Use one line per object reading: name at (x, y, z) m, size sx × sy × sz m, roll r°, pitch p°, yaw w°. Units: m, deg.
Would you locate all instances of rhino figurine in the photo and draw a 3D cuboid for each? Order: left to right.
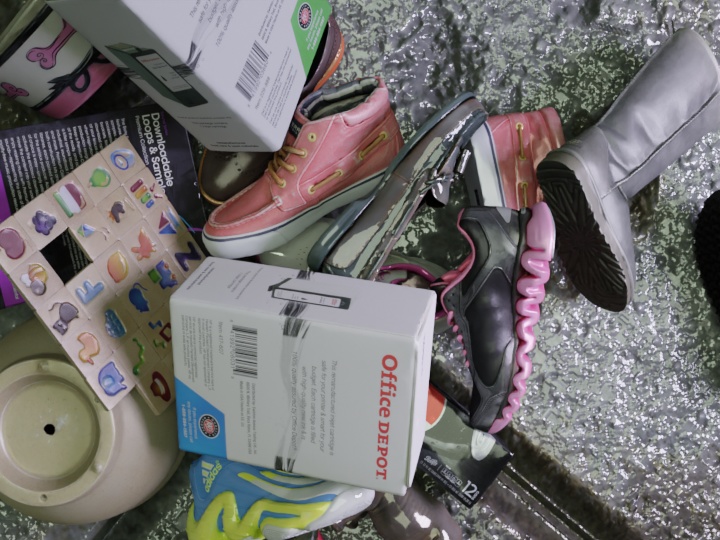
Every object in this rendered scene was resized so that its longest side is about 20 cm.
rhino figurine at (0.013, 0.202, 0.863) m, size 0.087 × 0.060 × 0.201 m, roll -39°, pitch 88°, yaw 4°

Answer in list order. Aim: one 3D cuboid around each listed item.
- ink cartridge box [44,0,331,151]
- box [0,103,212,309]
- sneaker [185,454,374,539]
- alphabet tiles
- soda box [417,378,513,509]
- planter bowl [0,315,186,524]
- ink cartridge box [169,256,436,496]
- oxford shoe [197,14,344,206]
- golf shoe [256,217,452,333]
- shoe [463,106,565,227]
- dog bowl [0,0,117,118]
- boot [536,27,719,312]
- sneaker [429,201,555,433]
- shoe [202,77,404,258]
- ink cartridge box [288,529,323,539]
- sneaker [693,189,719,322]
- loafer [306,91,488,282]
ink cartridge box at (-0.123, -0.206, 0.738) m, size 0.083 × 0.200 × 0.147 m, roll 6°, pitch 67°, yaw 34°
box at (-0.236, -0.060, 0.830) m, size 0.198 × 0.036 × 0.145 m, roll -15°, pitch 99°, yaw -25°
sneaker at (-0.083, 0.180, 0.830) m, size 0.198 × 0.075 × 0.106 m, roll -22°, pitch 77°, yaw 28°
alphabet tiles at (-0.194, 0.011, 0.794) m, size 0.007 × 0.167 × 0.201 m, roll -14°, pitch 115°, yaw 41°
soda box at (0.039, 0.120, 0.856) m, size 0.199 × 0.071 × 0.064 m, roll 39°, pitch 91°, yaw 0°
planter bowl at (-0.254, 0.129, 0.828) m, size 0.197 × 0.135 × 0.203 m, roll 0°, pitch 89°, yaw 1°
ink cartridge box at (-0.044, 0.082, 0.770) m, size 0.198 × 0.084 × 0.148 m, roll 9°, pitch 117°, yaw 12°
oxford shoe at (-0.087, -0.149, 0.857) m, size 0.071 × 0.073 × 0.201 m, roll 32°, pitch 90°, yaw 0°
golf shoe at (0.000, 0.000, 0.848) m, size 0.198 × 0.092 × 0.076 m, roll 17°, pitch 92°, yaw 2°
shoe at (0.151, -0.043, 0.855) m, size 0.090 × 0.071 × 0.203 m, roll -12°, pitch 95°, yaw -7°
dog bowl at (-0.234, -0.215, 0.806) m, size 0.074 × 0.200 × 0.201 m, roll 39°, pitch 91°, yaw -27°
boot at (0.252, -0.088, 0.848) m, size 0.200 × 0.072 × 0.183 m, roll -42°, pitch 127°, yaw -28°
sneaker at (0.101, 0.037, 0.793) m, size 0.094 × 0.079 × 0.202 m, roll 8°, pitch 105°, yaw 2°
shoe at (-0.056, -0.092, 0.826) m, size 0.198 × 0.072 × 0.092 m, roll -26°, pitch 128°, yaw -10°
ink cartridge box at (-0.063, 0.360, 0.851) m, size 0.146 × 0.083 × 0.202 m, roll -25°, pitch 89°, yaw 0°
sneaker at (0.372, 0.016, 0.863) m, size 0.089 × 0.070 × 0.202 m, roll -19°, pitch 90°, yaw -14°
loafer at (0.043, -0.058, 0.799) m, size 0.063 × 0.072 × 0.200 m, roll 43°, pitch 89°, yaw 14°
